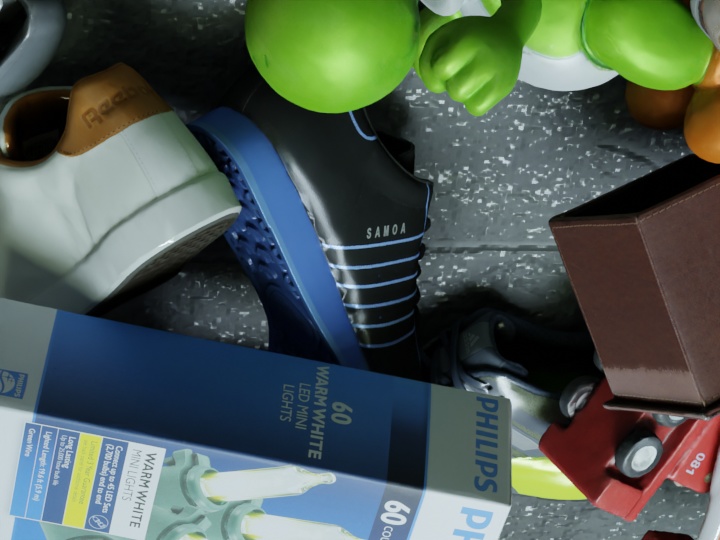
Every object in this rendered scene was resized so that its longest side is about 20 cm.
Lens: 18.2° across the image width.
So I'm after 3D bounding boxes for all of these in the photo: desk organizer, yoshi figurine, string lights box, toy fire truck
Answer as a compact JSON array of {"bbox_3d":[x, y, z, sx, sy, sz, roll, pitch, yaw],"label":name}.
[{"bbox_3d":[0.177,-0.021,0.844,0.200,0.072,0.077,-25,100,-21],"label":"desk organizer"},{"bbox_3d":[0.040,-0.083,0.783,0.200,0.112,0.112,19,141,-20],"label":"yoshi figurine"},{"bbox_3d":[-0.052,0.082,0.845,0.199,0.059,0.103,11,131,-6],"label":"string lights box"},{"bbox_3d":[0.151,0.068,0.955,0.141,0.049,0.200,26,103,-44],"label":"toy fire truck"}]

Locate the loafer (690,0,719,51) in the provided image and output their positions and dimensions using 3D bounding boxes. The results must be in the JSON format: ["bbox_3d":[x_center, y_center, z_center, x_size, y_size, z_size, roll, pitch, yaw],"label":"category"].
[{"bbox_3d":[0.200,-0.065,0.756,0.200,0.063,0.072,13,130,-35],"label":"loafer"}]

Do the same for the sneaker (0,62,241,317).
[{"bbox_3d":[-0.109,-0.025,0.866,0.073,0.085,0.200,-30,178,-32],"label":"sneaker"}]

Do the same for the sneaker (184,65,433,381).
[{"bbox_3d":[0.000,0.000,0.876,0.078,0.070,0.200,-39,132,-21],"label":"sneaker"}]

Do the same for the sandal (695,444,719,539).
[{"bbox_3d":[0.174,0.130,0.939,0.079,0.059,0.207,-15,128,-29],"label":"sandal"}]

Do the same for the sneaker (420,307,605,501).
[{"bbox_3d":[0.033,0.054,0.973,0.199,0.074,0.081,-5,133,-10],"label":"sneaker"}]

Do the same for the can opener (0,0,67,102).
[{"bbox_3d":[-0.114,-0.123,0.777,0.067,0.053,0.200,-11,152,-46],"label":"can opener"}]
